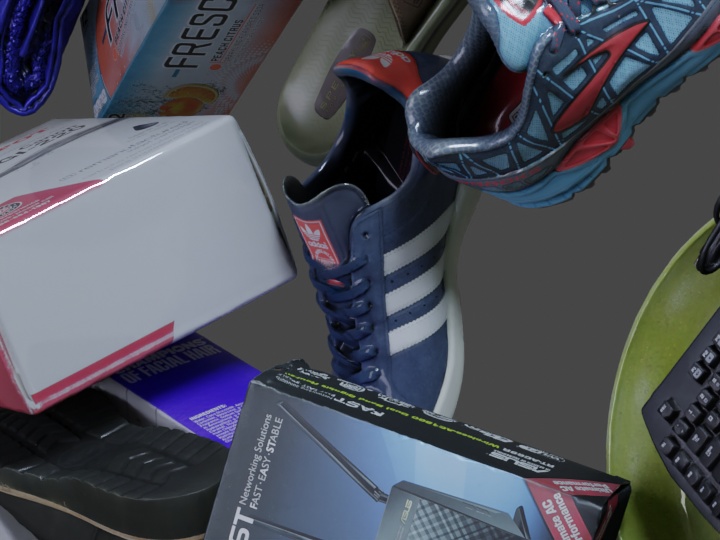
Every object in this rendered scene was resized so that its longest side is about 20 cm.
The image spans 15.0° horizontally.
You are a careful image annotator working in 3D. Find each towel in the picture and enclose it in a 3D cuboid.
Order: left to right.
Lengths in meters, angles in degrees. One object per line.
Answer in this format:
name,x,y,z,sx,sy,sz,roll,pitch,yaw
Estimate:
towel,-0.160,-0.176,1.377,0.148,0.049,0.200,-64,17,16

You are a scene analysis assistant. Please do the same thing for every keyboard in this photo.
keyboard,0.162,-0.001,1.014,0.200,0.040,0.104,-55,48,24

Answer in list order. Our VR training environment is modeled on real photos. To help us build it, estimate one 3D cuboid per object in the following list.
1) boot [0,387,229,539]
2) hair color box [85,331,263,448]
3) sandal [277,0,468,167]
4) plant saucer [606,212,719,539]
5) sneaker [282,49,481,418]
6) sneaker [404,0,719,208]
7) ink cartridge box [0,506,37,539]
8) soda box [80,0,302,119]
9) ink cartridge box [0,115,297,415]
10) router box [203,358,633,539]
boot,-0.117,0.135,1.217,0.200,0.077,0.139,19,126,53
hair color box,-0.059,0.104,1.235,0.200,0.065,0.110,27,128,46
sandal,0.011,-0.138,1.233,0.080,0.057,0.201,36,106,44
plant saucer,0.176,0.065,1.037,0.200,0.031,0.200,-11,76,47
sneaker,0.000,0.000,1.202,0.075,0.084,0.200,7,88,48
sneaker,0.092,-0.104,1.111,0.200,0.095,0.079,-54,49,27
ink cartridge box,-0.205,0.155,1.399,0.200,0.083,0.145,47,116,42
soda box,-0.071,-0.138,1.270,0.200,0.068,0.064,129,136,-56
ink cartridge box,-0.144,-0.008,1.254,0.200,0.145,0.085,2,116,61
router box,0.006,0.153,1.087,0.150,0.062,0.200,18,99,15
